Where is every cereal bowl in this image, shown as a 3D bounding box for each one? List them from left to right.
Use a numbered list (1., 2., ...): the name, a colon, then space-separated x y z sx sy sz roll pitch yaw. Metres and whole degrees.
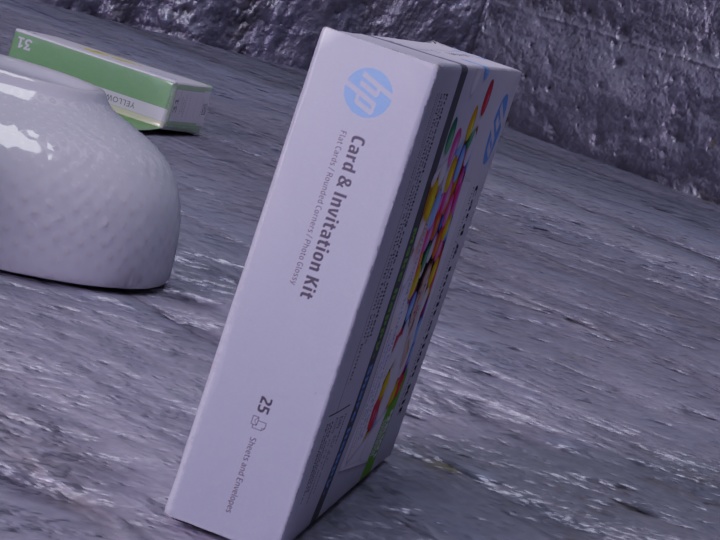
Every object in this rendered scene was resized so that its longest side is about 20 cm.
1. cereal bowl: -0.177 -0.059 1.144 0.200 0.084 0.200 17 6 -2

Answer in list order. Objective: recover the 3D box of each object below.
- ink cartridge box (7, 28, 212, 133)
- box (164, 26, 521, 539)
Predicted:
1. ink cartridge box: -0.216 -0.150 1.897 0.145 0.048 0.200 19 5 12
2. box: 0.000 0.000 0.799 0.041 0.156 0.200 20 7 8
